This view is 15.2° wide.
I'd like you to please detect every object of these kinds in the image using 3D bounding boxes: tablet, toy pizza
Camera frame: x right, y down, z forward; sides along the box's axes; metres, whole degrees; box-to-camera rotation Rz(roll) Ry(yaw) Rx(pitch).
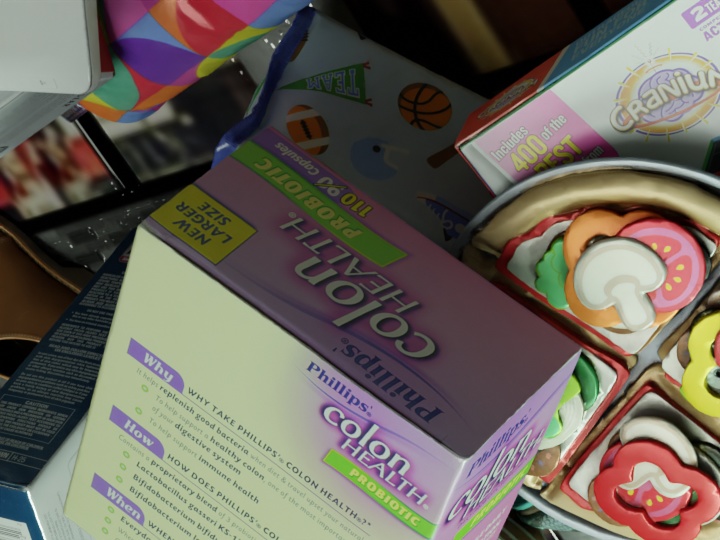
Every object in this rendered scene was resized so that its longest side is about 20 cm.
[{"bbox_3d":[-0.186,-0.149,1.239,0.199,0.014,0.131,6,102,47],"label":"tablet"},{"bbox_3d":[0.124,0.044,1.177,0.199,0.032,0.201,10,122,16],"label":"toy pizza"}]

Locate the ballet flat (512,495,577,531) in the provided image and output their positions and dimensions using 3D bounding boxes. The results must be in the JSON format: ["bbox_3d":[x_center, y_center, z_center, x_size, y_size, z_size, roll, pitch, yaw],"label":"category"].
[{"bbox_3d":[0.152,0.071,1.313,0.074,0.074,0.200,44,134,-8],"label":"ballet flat"}]

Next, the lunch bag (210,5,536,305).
[{"bbox_3d":[0.000,0.000,1.305,0.169,0.124,0.200,29,145,2],"label":"lunch bag"}]

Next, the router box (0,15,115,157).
[{"bbox_3d":[-0.216,-0.140,1.322,0.200,0.049,0.180,-28,77,47],"label":"router box"}]

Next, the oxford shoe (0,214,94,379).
[{"bbox_3d":[-0.216,0.014,1.516,0.199,0.071,0.072,27,140,14],"label":"oxford shoe"}]

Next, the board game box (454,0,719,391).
[{"bbox_3d":[0.162,-0.025,1.180,0.153,0.040,0.200,-33,103,24],"label":"board game box"}]

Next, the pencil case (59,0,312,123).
[{"bbox_3d":[-0.076,-0.139,1.261,0.088,0.088,0.200,48,136,-12],"label":"pencil case"}]

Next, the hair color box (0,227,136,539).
[{"bbox_3d":[-0.134,0.079,1.415,0.060,0.200,0.100,11,133,27],"label":"hair color box"}]

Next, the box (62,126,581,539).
[{"bbox_3d":[-0.023,0.073,1.198,0.176,0.097,0.201,35,136,16],"label":"box"}]

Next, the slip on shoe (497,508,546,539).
[{"bbox_3d":[0.008,0.111,1.382,0.200,0.076,0.061,34,104,20],"label":"slip on shoe"}]
